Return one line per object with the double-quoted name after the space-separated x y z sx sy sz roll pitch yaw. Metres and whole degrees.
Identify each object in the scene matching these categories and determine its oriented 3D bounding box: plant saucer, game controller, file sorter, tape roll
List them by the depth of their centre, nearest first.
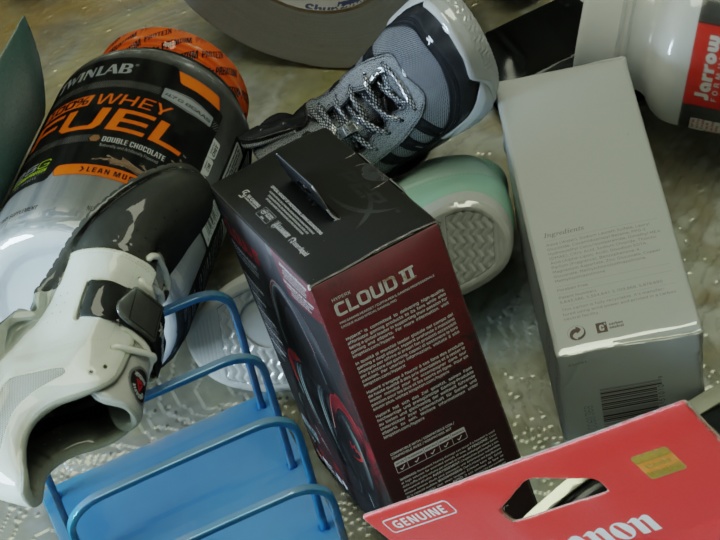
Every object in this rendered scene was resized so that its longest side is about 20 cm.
-0.082 0.131 1.257 0.138 0.123 0.200 -24 51 -8 "file sorter"
-0.222 -0.048 1.413 0.039 0.201 0.202 27 54 -9 "plant saucer"
-0.025 -0.215 1.482 0.199 0.201 0.066 4 52 14 "tape roll"
0.167 -0.147 1.501 0.199 0.042 0.104 -25 36 -11 "game controller"

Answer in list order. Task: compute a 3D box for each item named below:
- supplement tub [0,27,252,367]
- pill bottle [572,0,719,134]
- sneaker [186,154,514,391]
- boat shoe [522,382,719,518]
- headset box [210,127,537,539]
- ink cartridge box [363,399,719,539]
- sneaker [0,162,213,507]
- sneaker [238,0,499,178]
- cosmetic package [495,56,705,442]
-0.133 -0.042 1.400 0.122 0.123 0.200 2 41 13 "supplement tub"
0.226 -0.132 1.398 0.199 0.116 0.116 11 53 7 "pill bottle"
0.001 0.000 1.398 0.200 0.074 0.118 -24 15 15 "sneaker"
0.144 0.128 1.248 0.199 0.072 0.068 -30 57 -15 "boat shoe"
0.003 0.030 1.248 0.075 0.201 0.149 -27 30 -12 "headset box"
0.122 0.150 1.113 0.200 0.176 0.045 -24 37 41 "ink cartridge box"
-0.124 0.037 1.219 0.088 0.074 0.200 29 72 31 "sneaker"
0.001 -0.082 1.376 0.114 0.200 0.076 -32 84 -24 "sneaker"
0.130 -0.005 1.336 0.081 0.113 0.201 -10 52 3 "cosmetic package"
